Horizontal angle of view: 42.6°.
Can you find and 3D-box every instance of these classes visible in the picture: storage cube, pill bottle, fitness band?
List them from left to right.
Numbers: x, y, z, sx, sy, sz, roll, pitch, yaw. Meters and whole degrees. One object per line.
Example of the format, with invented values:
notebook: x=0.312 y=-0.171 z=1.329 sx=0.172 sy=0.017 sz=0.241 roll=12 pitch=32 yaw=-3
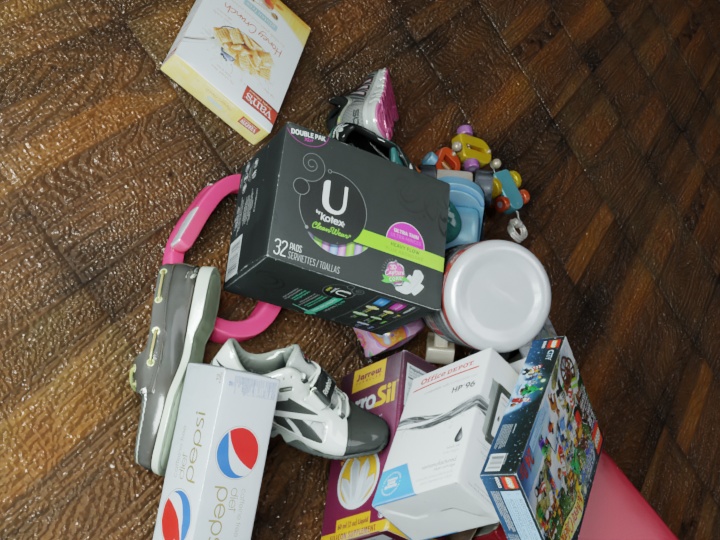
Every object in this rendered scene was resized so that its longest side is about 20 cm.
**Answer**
fitness band: x=-0.135 y=-0.014 z=0.999 sx=0.144 sy=0.037 sz=0.201 roll=47 pitch=44 yaw=-22
pill bottle: x=0.127 y=0.028 z=1.030 sx=0.114 sy=0.200 sz=0.118 roll=0 pitch=89 yaw=-9
storage cube: x=0.217 y=0.316 z=1.031 sx=0.199 sy=0.171 sz=0.180 roll=-37 pitch=84 yaw=-30

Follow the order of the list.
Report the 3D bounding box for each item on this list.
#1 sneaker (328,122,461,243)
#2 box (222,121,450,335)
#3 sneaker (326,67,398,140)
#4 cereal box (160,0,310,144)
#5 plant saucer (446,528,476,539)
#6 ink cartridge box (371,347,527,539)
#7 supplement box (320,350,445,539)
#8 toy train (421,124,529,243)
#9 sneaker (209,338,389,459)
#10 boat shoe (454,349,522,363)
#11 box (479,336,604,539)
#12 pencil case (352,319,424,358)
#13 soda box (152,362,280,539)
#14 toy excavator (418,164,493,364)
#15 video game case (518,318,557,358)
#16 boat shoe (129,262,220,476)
sneaker: x=0.042 y=-0.100 z=1.093 sx=0.199 sy=0.080 sz=0.072 roll=38 pitch=87 yaw=-7
box: x=-0.023 y=-0.036 z=0.966 sx=0.198 sy=0.124 sz=0.150 roll=17 pitch=66 yaw=-25
sneaker: x=-0.001 y=-0.211 z=1.211 sx=0.201 sy=0.086 sz=0.075 roll=-77 pitch=154 yaw=-62
cereal box: x=-0.144 y=-0.269 z=1.116 sx=0.143 sy=0.039 sz=0.202 roll=37 pitch=47 yaw=-27
plant saucer: x=0.107 y=0.215 z=1.025 sx=0.032 sy=0.201 sz=0.202 roll=18 pitch=53 yaw=-8
ink cartridge box: x=0.096 y=0.156 z=0.918 sx=0.068 sy=0.115 sz=0.201 roll=43 pitch=44 yaw=-21
supplement box: x=0.032 y=0.204 z=0.998 sx=0.085 sy=0.110 sz=0.202 roll=30 pitch=50 yaw=-31
toy train: x=0.163 y=-0.123 z=1.352 sx=0.199 sy=0.055 sz=0.151 roll=37 pitch=49 yaw=-23
sneaker: x=-0.055 y=0.123 z=0.911 sx=0.198 sy=0.089 sz=0.074 roll=17 pitch=20 yaw=-14
boat shoe: x=0.168 y=0.101 z=1.219 sx=0.199 sy=0.071 sz=0.068 roll=-18 pitch=91 yaw=-58
box: x=0.181 y=0.178 z=0.889 sx=0.138 sy=0.037 sz=0.200 roll=64 pitch=35 yaw=-23
pencil case: x=0.000 y=0.000 z=1.095 sx=0.087 sy=0.087 sz=0.202 roll=-28 pitch=90 yaw=-49
soda box: x=-0.131 y=0.188 z=0.821 sx=0.063 sy=0.068 sz=0.203 roll=18 pitch=79 yaw=-39
toy excavator: x=0.108 y=-0.010 z=1.176 sx=0.098 sy=0.196 sz=0.201 roll=7 pitch=39 yaw=4
video game case: x=0.239 y=0.086 z=1.260 sx=0.182 sy=0.022 sz=0.202 roll=11 pitch=53 yaw=-65
boat shoe: x=-0.183 y=0.090 z=0.875 sx=0.060 sy=0.072 sz=0.204 roll=8 pitch=68 yaw=7
